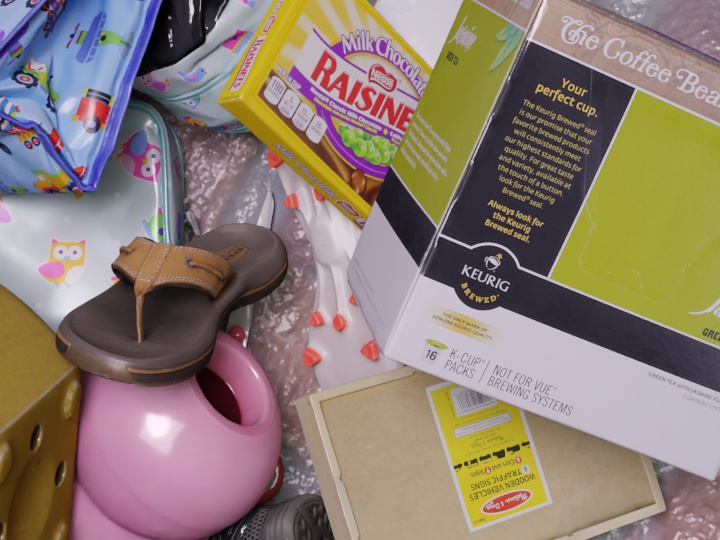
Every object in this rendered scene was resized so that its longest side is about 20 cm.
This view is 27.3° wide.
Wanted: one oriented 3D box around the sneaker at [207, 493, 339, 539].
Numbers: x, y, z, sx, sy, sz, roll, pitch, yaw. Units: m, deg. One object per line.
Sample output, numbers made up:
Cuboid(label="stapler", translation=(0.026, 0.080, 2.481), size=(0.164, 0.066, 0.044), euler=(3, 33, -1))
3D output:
Cuboid(label="sneaker", translation=(-0.037, 0.228, 0.872), size=(0.113, 0.076, 0.201), euler=(-15, 109, 34))

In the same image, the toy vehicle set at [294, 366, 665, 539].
Cuboid(label="toy vehicle set", translation=(0.072, 0.108, 0.859), size=(0.198, 0.026, 0.125), euler=(-13, 82, -23))

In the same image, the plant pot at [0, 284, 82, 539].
Cuboid(label="plant pot", translation=(-0.253, 0.096, 0.749), size=(0.198, 0.196, 0.196), euler=(11, 109, 9))

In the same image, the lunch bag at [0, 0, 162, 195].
Cuboid(label="lunch bag", translation=(-0.170, -0.147, 0.814), size=(0.094, 0.150, 0.201), euler=(40, 66, -35))

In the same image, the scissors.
Cuboid(label="scissors", translation=(-0.085, 0.051, 0.919), size=(0.072, 0.014, 0.202), euler=(-2, 85, 4))

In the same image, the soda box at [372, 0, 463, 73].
Cuboid(label="soda box", translation=(0.100, -0.114, 0.901), size=(0.199, 0.068, 0.064), euler=(33, 87, 6))

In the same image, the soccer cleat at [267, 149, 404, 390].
Cuboid(label="soccer cleat", translation=(0.000, 0.000, 0.898), size=(0.069, 0.077, 0.202), euler=(-7, 98, 38))

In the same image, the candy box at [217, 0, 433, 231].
Cuboid(label="candy box", translation=(0.012, -0.078, 0.851), size=(0.200, 0.026, 0.103), euler=(41, 63, -34))

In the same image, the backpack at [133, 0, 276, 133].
Cuboid(label="backpack", translation=(-0.077, -0.185, 0.873), size=(0.166, 0.126, 0.202), euler=(-7, 65, 44))

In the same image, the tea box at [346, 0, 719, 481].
Cuboid(label="tea box", translation=(0.125, -0.029, 0.784), size=(0.198, 0.134, 0.198), euler=(22, 103, -15))

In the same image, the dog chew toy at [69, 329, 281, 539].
Cuboid(label="dog chew toy", translation=(-0.138, 0.116, 0.851), size=(0.200, 0.124, 0.125), euler=(-39, 82, 28))

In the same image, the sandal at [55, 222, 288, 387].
Cuboid(label="sandal", translation=(-0.096, 0.004, 0.798), size=(0.081, 0.200, 0.055), euler=(15, 116, 21))

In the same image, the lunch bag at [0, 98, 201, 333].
Cuboid(label="lunch bag", translation=(-0.198, -0.028, 0.902), size=(0.198, 0.077, 0.162), euler=(-3, 82, 3))
